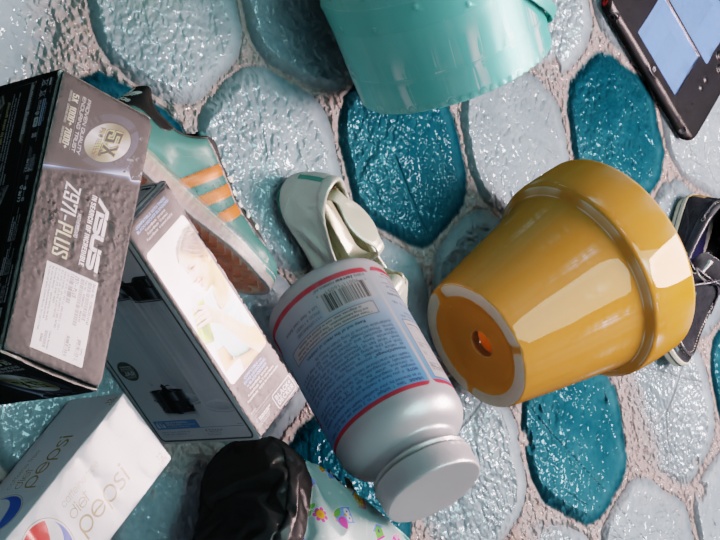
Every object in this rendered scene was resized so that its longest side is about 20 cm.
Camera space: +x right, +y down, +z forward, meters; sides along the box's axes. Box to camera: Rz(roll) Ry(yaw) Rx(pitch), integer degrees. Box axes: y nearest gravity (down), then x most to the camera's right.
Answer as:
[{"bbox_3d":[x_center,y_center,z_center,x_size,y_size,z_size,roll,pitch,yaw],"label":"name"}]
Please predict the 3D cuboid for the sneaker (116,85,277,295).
[{"bbox_3d":[-0.125,-0.063,1.550,0.200,0.071,0.080,46,56,-32],"label":"sneaker"}]

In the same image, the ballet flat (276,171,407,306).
[{"bbox_3d":[0.000,0.000,1.686,0.200,0.069,0.069,59,46,-24],"label":"ballet flat"}]

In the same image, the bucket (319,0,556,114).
[{"bbox_3d":[0.063,-0.232,1.704,0.207,0.207,0.135,-43,123,-43],"label":"bucket"}]

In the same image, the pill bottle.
[{"bbox_3d":[0.014,0.096,1.587,0.109,0.109,0.200,8,44,-48],"label":"pill bottle"}]

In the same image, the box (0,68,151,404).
[{"bbox_3d":[-0.241,-0.017,1.341,0.086,0.164,0.200,28,62,-43],"label":"box"}]

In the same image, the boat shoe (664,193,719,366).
[{"bbox_3d":[0.354,0.006,2.092,0.075,0.062,0.200,39,57,-40],"label":"boat shoe"}]

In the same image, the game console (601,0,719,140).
[{"bbox_3d":[0.342,-0.267,2.151,0.200,0.031,0.177,54,48,-27],"label":"game console"}]

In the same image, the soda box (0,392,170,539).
[{"bbox_3d":[-0.222,0.178,1.403,0.068,0.064,0.200,58,45,-24],"label":"soda box"}]

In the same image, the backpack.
[{"bbox_3d":[-0.041,0.240,1.552,0.200,0.127,0.167,45,49,-38],"label":"backpack"}]

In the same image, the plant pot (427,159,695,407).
[{"bbox_3d":[0.167,0.027,1.794,0.183,0.200,0.200,-30,106,-30],"label":"plant pot"}]

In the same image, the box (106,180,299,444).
[{"bbox_3d":[-0.147,0.035,1.476,0.060,0.117,0.200,-51,122,-38],"label":"box"}]
